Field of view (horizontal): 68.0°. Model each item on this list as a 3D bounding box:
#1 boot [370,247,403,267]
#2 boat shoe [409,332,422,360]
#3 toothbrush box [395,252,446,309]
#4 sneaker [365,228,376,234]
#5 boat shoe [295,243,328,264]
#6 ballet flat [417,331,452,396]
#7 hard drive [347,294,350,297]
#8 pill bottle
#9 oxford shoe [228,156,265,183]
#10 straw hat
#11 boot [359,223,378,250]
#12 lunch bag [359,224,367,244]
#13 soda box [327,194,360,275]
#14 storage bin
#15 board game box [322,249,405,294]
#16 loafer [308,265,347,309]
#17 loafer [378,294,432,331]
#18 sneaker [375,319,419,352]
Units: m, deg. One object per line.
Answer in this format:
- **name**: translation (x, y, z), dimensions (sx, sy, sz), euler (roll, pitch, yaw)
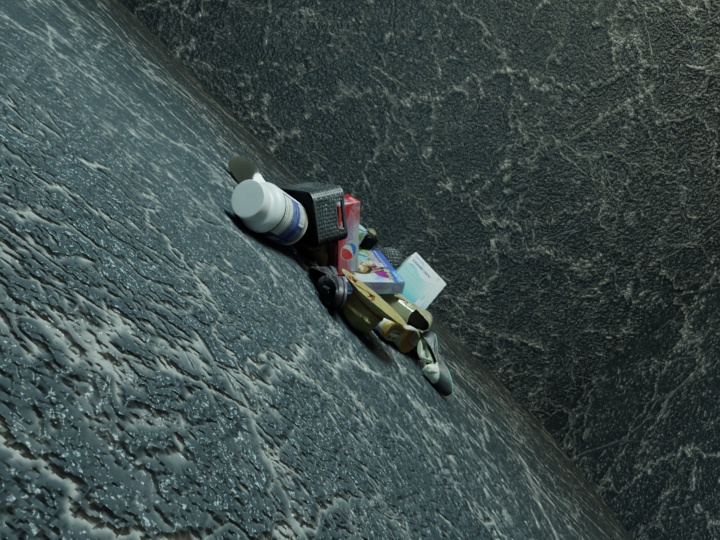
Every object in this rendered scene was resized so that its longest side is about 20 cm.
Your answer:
- **boot**: translation (0.046, -0.025, 1.792), dimensions (0.132, 0.196, 0.071), euler (63, 24, -76)
- **boat shoe**: translation (0.141, 0.176, 1.593), dimensions (0.201, 0.075, 0.060), euler (51, 25, -7)
- **toothbrush box**: translation (0.151, 0.067, 1.693), dimensions (0.146, 0.200, 0.085), euler (44, -19, -3)
- **sneaker**: translation (-0.041, -0.101, 1.768), dimensions (0.090, 0.199, 0.067), euler (52, 39, -2)
- **boat shoe**: translation (-0.140, -0.067, 1.475), dimensions (0.200, 0.071, 0.069), euler (-134, -157, -65)
- **ballet flat**: translation (0.199, 0.261, 1.505), dimensions (0.073, 0.072, 0.202), euler (38, 30, -47)
- **hard drive**: translation (0.012, 0.097, 1.559), dimensions (0.200, 0.026, 0.132), euler (40, 8, -42)
- **pill bottle**: translation (-0.204, -0.131, 1.200), dimensions (0.111, 0.111, 0.200), euler (47, 6, 20)
- **oxford shoe**: translation (-0.311, -0.247, 1.556), dimensions (0.200, 0.071, 0.071), euler (45, -22, 2)
- **straw hat**: translation (0.007, 0.094, 1.259), dimensions (0.201, 0.085, 0.201), euler (41, 4, -4)
- **boot**: translation (0.001, -0.036, 1.677), dimensions (0.200, 0.168, 0.076), euler (43, 2, -20)
- **lunch bag**: translation (-0.082, -0.147, 1.568), dimensions (0.200, 0.083, 0.160), euler (43, 16, 26)
- **soda box**: translation (-0.046, -0.093, 1.412), dimensions (0.063, 0.069, 0.203), euler (37, -46, 48)
- **storage bin**: translation (-0.129, -0.146, 1.360), dimensions (0.199, 0.093, 0.137), euler (17, -61, 51)
- **board game box**: translation (0.000, 0.000, 1.532), dimensions (0.197, 0.042, 0.200), euler (1, 28, -24)
- **loafer**: translation (-0.079, 0.035, 1.231), dimensions (0.062, 0.073, 0.200), euler (12, 13, -17)
- **loafer**: translation (0.124, 0.117, 1.524), dimensions (0.198, 0.077, 0.068), euler (22, 11, -12)
- **sneaker**: translation (0.096, 0.160, 1.479), dimensions (0.088, 0.076, 0.200), euler (41, -2, 39)
